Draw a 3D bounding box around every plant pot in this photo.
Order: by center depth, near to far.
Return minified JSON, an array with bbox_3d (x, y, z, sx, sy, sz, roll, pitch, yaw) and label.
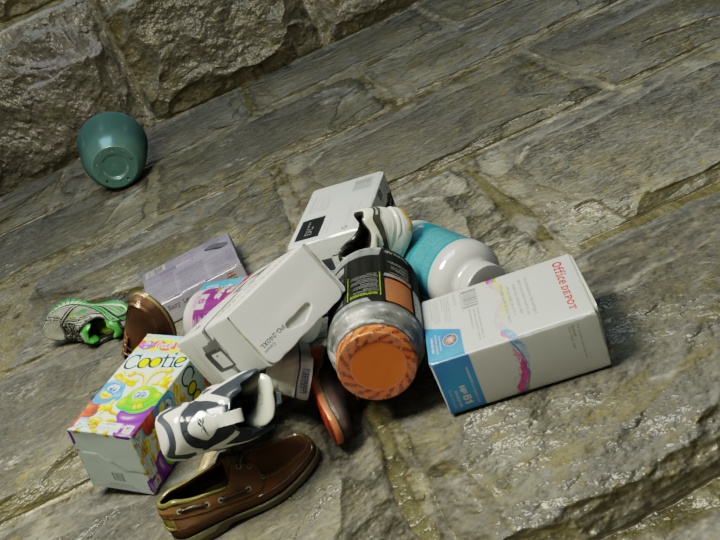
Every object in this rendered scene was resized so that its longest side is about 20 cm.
[{"bbox_3d":[-0.697,-0.324,2.433,0.199,0.201,0.161,-25,36,-3],"label":"plant pot"}]

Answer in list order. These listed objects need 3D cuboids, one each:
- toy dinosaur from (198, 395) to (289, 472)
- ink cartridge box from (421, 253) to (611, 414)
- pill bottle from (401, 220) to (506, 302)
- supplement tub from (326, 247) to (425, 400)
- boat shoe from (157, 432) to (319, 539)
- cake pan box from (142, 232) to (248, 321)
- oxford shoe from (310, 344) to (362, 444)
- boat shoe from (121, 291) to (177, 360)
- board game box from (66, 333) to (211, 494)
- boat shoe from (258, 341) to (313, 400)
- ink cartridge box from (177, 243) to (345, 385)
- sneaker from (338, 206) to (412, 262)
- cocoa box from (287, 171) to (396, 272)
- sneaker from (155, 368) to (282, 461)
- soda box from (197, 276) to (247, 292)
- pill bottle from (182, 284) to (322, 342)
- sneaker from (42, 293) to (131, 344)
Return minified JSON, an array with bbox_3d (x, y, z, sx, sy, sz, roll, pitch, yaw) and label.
[{"bbox_3d":[-0.178,0.206,1.125,0.101,0.059,0.200,3,37,41],"label":"toy dinosaur"},{"bbox_3d":[0.183,0.074,1.034,0.199,0.085,0.145,-20,26,11],"label":"ink cartridge box"},{"bbox_3d":[0.120,0.001,1.196,0.110,0.111,0.200,-32,26,-16],"label":"pill bottle"},{"bbox_3d":[0.018,0.065,1.084,0.122,0.123,0.200,-19,26,10],"label":"supplement tub"},{"bbox_3d":[-0.141,0.245,1.006,0.199,0.068,0.072,-32,27,-17],"label":"boat shoe"},{"bbox_3d":[-0.314,0.017,1.610,0.199,0.053,0.184,-28,24,-7],"label":"cake pan box"},{"bbox_3d":[-0.022,0.145,1.095,0.072,0.072,0.200,-16,27,1],"label":"oxford shoe"},{"bbox_3d":[-0.322,0.114,1.295,0.072,0.201,0.068,24,50,13],"label":"boat shoe"},{"bbox_3d":[-0.287,0.190,1.176,0.104,0.104,0.200,2,34,22],"label":"board game box"},{"bbox_3d":[-0.103,0.129,1.114,0.069,0.072,0.200,9,1,-7],"label":"boat shoe"},{"bbox_3d":[-0.129,0.060,1.089,0.145,0.083,0.200,-46,10,-31],"label":"ink cartridge box"},{"bbox_3d":[0.000,0.000,1.208,0.087,0.201,0.076,5,21,-31],"label":"sneaker"},{"bbox_3d":[-0.015,-0.044,1.373,0.132,0.132,0.200,-14,27,19],"label":"cocoa box"},{"bbox_3d":[-0.136,0.162,1.009,0.129,0.080,0.199,-18,-9,18],"label":"sneaker"},{"bbox_3d":[-0.181,0.052,1.413,0.199,0.064,0.068,-10,29,29],"label":"soda box"},{"bbox_3d":[-0.161,0.074,1.297,0.199,0.113,0.112,-7,30,31],"label":"pill bottle"},{"bbox_3d":[-0.513,0.098,1.594,0.199,0.078,0.085,-12,29,22],"label":"sneaker"}]
